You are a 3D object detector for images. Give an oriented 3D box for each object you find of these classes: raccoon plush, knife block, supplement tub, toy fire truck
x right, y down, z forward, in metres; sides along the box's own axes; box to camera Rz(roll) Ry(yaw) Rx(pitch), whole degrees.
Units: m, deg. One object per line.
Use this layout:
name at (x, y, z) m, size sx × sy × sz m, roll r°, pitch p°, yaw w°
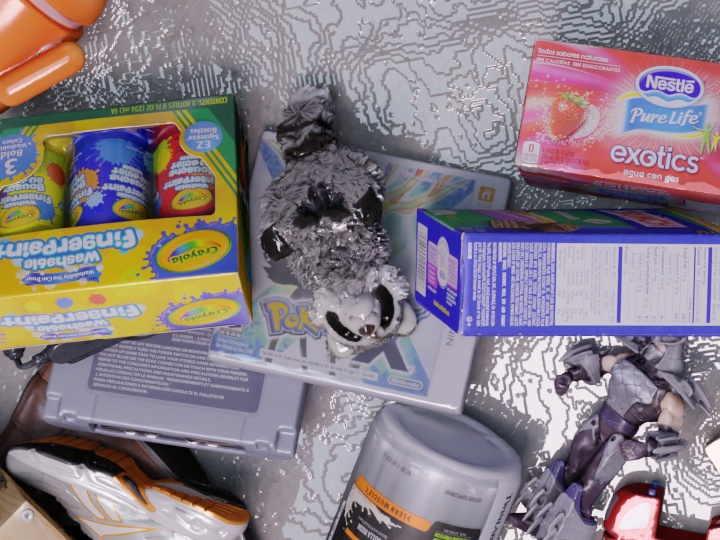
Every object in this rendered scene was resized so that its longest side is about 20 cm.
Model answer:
raccoon plush at (-0.004, -0.033, 1.605) m, size 0.096 × 0.201 × 0.135 m, roll -9°, pitch 132°, yaw 20°
knife block at (-0.263, 0.206, 1.655) m, size 0.064 × 0.175 × 0.200 m, roll -45°, pitch 112°, yaw -7°
supplement tub at (0.035, 0.211, 1.621) m, size 0.122 × 0.123 × 0.202 m, roll 23°, pitch 107°, yaw 8°
toy fire truck at (0.285, 0.171, 1.608) m, size 0.198 × 0.049 × 0.142 m, roll 11°, pitch 98°, yaw 11°

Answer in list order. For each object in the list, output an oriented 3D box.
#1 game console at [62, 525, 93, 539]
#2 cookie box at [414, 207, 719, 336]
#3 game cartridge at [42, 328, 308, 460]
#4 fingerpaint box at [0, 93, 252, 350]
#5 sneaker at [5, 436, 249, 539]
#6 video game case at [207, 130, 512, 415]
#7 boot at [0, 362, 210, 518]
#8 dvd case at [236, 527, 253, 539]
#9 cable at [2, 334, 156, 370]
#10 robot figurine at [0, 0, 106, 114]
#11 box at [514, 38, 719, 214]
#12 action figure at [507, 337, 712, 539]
game console at (-0.254, 0.297, 1.650) m, size 0.198 × 0.177 × 0.117 m, roll 0°, pitch 129°, yaw 13°
cookie box at (0.150, -0.001, 1.527) m, size 0.198 × 0.171 × 0.076 m, roll 0°, pitch 97°, yaw -9°
game cartridge at (-0.135, 0.068, 1.660) m, size 0.198 × 0.041 × 0.134 m, roll 8°, pitch 72°, yaw 8°
fingerpaint box at (-0.183, -0.037, 1.601) m, size 0.198 × 0.074 × 0.168 m, roll -5°, pitch 56°, yaw 4°
sneaker at (-0.186, 0.190, 1.626) m, size 0.198 × 0.076 × 0.093 m, roll 20°, pitch 101°, yaw 18°
video game case at (0.000, 0.000, 1.631) m, size 0.198 × 0.022 × 0.184 m, roll 11°, pitch 78°, yaw 10°
boot at (-0.233, 0.193, 1.709) m, size 0.186 × 0.064 × 0.201 m, roll 40°, pitch 100°, yaw 17°
dvd case at (-0.156, 0.298, 1.699) m, size 0.198 × 0.025 × 0.152 m, roll -20°, pitch 92°, yaw 14°
cable at (-0.205, -0.014, 1.663) m, size 0.199 × 0.051 × 0.164 m, roll -27°, pitch 58°, yaw -10°
robot figurine at (-0.273, -0.198, 1.648) m, size 0.200 × 0.144 × 0.117 m, roll -43°, pitch 115°, yaw 13°
box at (0.218, -0.099, 1.559) m, size 0.198 × 0.103 × 0.096 m, roll 9°, pitch 85°, yaw 11°
action figure at (0.182, 0.123, 1.595) m, size 0.069 × 0.130 × 0.201 m, roll 22°, pitch 106°, yaw -31°
